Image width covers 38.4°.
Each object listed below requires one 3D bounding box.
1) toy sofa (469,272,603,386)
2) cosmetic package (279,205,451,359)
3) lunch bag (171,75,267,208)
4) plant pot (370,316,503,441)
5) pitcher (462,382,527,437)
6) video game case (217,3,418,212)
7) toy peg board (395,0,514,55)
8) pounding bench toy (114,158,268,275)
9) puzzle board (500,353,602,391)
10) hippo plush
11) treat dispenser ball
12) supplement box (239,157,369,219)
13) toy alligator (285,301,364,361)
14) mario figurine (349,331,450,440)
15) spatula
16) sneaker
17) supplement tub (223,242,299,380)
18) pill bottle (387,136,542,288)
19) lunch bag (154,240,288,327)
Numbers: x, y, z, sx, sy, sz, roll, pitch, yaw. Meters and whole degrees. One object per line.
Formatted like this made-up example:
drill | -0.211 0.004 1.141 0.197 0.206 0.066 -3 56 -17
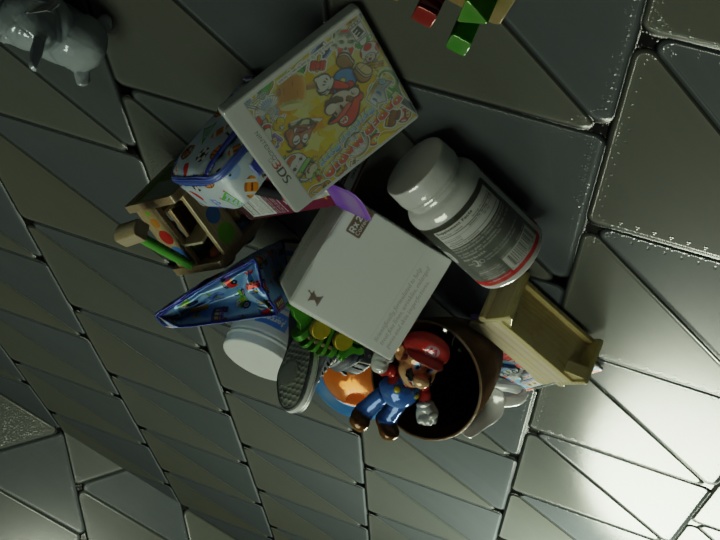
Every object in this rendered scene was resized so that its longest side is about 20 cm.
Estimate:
toy sofa | 0.266 0.092 1.574 0.200 0.083 0.098 39 154 -25
cosmetic package | 0.000 0.000 1.459 0.165 0.165 0.200 31 -177 -12
lunch bag | -0.143 -0.172 1.321 0.076 0.200 0.160 43 160 -28
plant pot | 0.145 0.149 1.632 0.187 0.200 0.187 6 102 29
pitcher | 0.175 0.213 1.813 0.171 0.121 0.200 -9 -165 -33
video game case | -0.045 -0.190 1.239 0.023 0.200 0.182 48 175 47
toy peg board | 0.076 -0.321 1.001 0.199 0.098 0.200 26 151 -4
pounding bench toy | -0.264 -0.059 1.569 0.124 0.200 0.156 -7 125 44
puzzle board | 0.284 0.150 1.729 0.151 0.017 0.200 34 151 -17
hippo plush | -0.396 -0.335 1.338 0.200 0.160 0.161 23 -173 34
treat dispenser ball | 0.010 0.150 1.744 0.201 0.201 0.201 18 151 11
supplement box | -0.091 -0.146 1.413 0.200 0.110 0.086 -6 139 44
toy alligator | -0.036 0.105 1.492 0.200 0.054 0.059 29 -176 -31
mario figurine | 0.062 0.174 1.501 0.106 0.123 0.200 49 124 25
spatula | -0.076 -0.098 1.343 0.200 0.021 0.057 9 150 27
sneaker | -0.048 0.147 1.562 0.077 0.203 0.146 -23 133 35
supplement tub | -0.128 0.066 1.709 0.132 0.200 0.132 18 151 11
pill bottle | 0.135 -0.076 1.356 0.200 0.114 0.114 40 148 -26
lunch bag | -0.210 0.040 1.583 0.200 0.151 0.094 -20 98 15
